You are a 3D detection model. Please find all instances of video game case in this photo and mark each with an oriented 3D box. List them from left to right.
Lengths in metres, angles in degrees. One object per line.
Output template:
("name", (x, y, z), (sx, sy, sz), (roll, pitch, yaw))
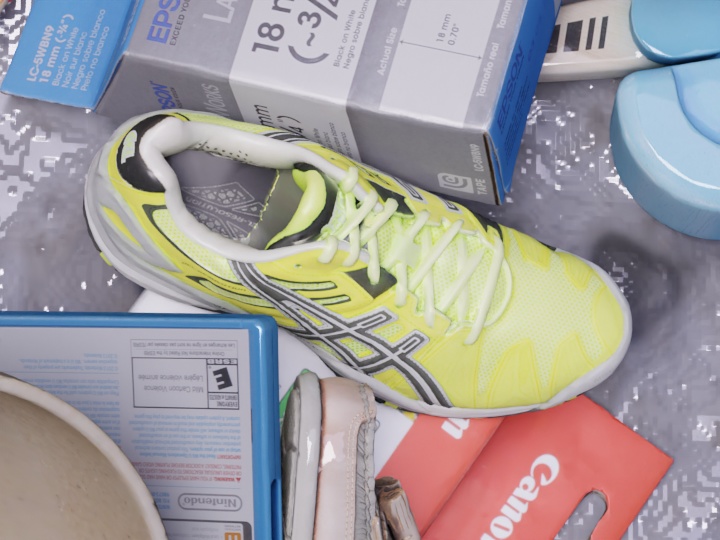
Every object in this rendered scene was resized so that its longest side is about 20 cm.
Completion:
("video game case", (-0.093, 0.114, 0.771), (0.142, 0.018, 0.201), (0, 95, 17))

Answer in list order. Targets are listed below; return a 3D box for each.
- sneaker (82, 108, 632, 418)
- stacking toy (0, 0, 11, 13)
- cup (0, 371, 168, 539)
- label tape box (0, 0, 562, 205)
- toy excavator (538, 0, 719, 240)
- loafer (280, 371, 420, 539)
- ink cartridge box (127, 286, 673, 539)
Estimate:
("sneaker", (0.000, 0.000, 0.801), (0.199, 0.076, 0.076), (16, 77, -6))
("stacking toy", (-0.119, -0.180, 0.852), (0.109, 0.116, 0.201), (15, 89, -31))
("cup", (-0.175, 0.103, 0.703), (0.199, 0.143, 0.202), (-14, 114, -33))
("label tape box", (-0.027, -0.119, 0.836), (0.199, 0.063, 0.145), (13, 71, 14))
("toy excavator", (0.111, -0.079, 0.877), (0.199, 0.100, 0.196), (-10, 81, 0))
("loafer", (-0.001, 0.128, 0.805), (0.062, 0.072, 0.201), (3, 113, -4))
("ink cartridge box", (0.013, 0.050, 0.858), (0.200, 0.050, 0.109), (36, 79, 0))
